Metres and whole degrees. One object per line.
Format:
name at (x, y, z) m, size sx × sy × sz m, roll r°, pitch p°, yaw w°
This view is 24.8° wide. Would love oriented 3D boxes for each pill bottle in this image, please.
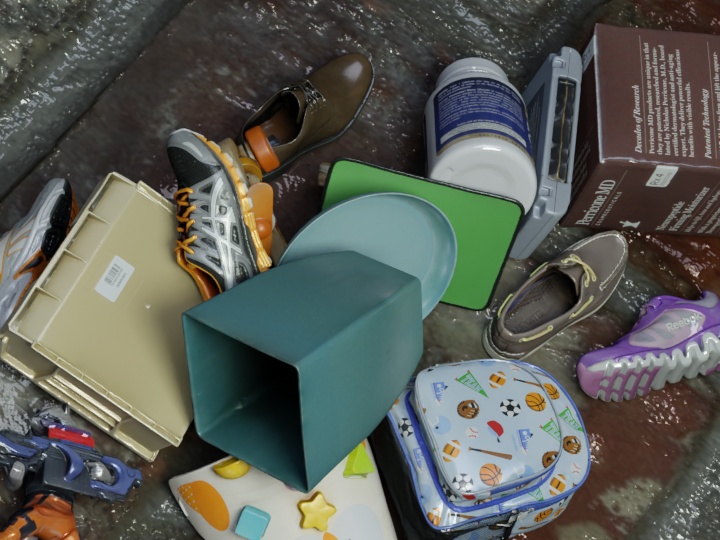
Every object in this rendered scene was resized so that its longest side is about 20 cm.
pill bottle at (0.121, -0.137, 1.698) m, size 0.111 × 0.111 × 0.200 m, roll 8°, pitch 37°, yaw -6°

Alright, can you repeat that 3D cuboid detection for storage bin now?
storage bin at (-0.218, 0.043, 1.577) m, size 0.198 × 0.094 × 0.200 m, roll 37°, pitch 66°, yaw -15°

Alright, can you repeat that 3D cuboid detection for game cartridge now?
game cartridge at (0.188, -0.119, 1.719) m, size 0.041 × 0.133 × 0.200 m, roll 12°, pitch 65°, yaw -6°

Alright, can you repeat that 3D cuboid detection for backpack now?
backpack at (0.123, 0.170, 1.586) m, size 0.190 × 0.154 × 0.200 m, roll -8°, pitch 66°, yaw -23°

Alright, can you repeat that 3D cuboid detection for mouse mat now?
mouse mat at (0.052, -0.034, 1.654) m, size 0.200 × 0.161 × 0.008 m, roll 15°, pitch 43°, yaw -2°

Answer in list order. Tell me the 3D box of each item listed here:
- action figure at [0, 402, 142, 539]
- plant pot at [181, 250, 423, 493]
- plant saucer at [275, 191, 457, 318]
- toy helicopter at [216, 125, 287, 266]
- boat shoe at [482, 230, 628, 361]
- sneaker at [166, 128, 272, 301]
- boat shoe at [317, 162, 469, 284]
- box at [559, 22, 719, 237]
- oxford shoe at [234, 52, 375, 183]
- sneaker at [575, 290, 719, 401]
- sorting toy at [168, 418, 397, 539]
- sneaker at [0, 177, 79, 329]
action figure at (-0.317, 0.209, 1.523) m, size 0.200 × 0.105 × 0.194 m, roll 27°, pitch 58°, yaw -24°
plant pot at (-0.039, 0.073, 1.503) m, size 0.141 × 0.141 × 0.200 m, roll 22°, pitch 40°, yaw 34°
plant saucer at (0.000, 0.000, 1.622) m, size 0.200 × 0.200 × 0.027 m, roll -16°, pitch 41°, yaw -15°
toy helicopter at (-0.091, -0.040, 1.635) m, size 0.079 × 0.132 × 0.200 m, roll -27°, pitch 108°, yaw 1°
boat shoe at (0.211, 0.020, 1.705) m, size 0.200 × 0.060 × 0.072 m, roll -37°, pitch 76°, yaw -21°
sneaker at (-0.141, -0.037, 1.538) m, size 0.077 × 0.078 × 0.200 m, roll -23°, pitch 91°, yaw -24°
boat shoe at (0.038, -0.048, 1.701) m, size 0.200 × 0.074 × 0.069 m, roll 26°, pitch 94°, yaw 5°
box at (0.323, -0.144, 1.734) m, size 0.200 × 0.166 × 0.164 m, roll 3°, pitch 68°, yaw -7°
oxford shoe at (-0.054, -0.171, 1.733) m, size 0.073 × 0.084 × 0.200 m, roll 41°, pitch 66°, yaw 11°
sneaker at (0.306, 0.072, 1.694) m, size 0.200 × 0.081 × 0.089 m, roll -13°, pitch 63°, yaw -19°
sorting toy at (-0.049, 0.233, 1.570) m, size 0.200 × 0.107 × 0.180 m, roll -28°, pitch 93°, yaw -19°
sneaker at (-0.348, -0.015, 1.629) m, size 0.092 × 0.076 × 0.200 m, roll 10°, pitch 56°, yaw 15°
